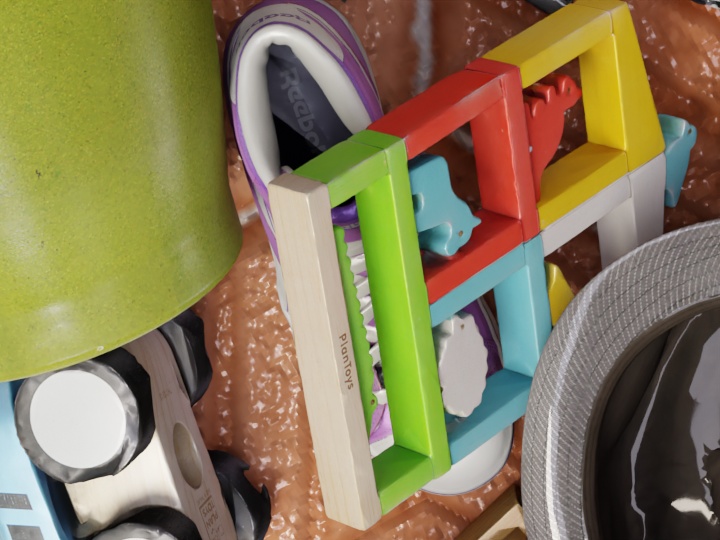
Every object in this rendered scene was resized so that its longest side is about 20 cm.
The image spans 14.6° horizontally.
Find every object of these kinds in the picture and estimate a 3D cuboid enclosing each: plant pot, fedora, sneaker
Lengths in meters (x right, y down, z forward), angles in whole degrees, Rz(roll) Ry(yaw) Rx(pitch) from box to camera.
[{"bbox_3d":[-0.130,-0.073,0.971,0.200,0.200,0.193,-19,111,3],"label":"plant pot"},{"bbox_3d":[0.146,0.072,1.030,0.176,0.090,0.201,-15,98,3],"label":"fedora"},{"bbox_3d":[-0.001,0.000,1.008,0.072,0.114,0.201,-26,99,3],"label":"sneaker"}]

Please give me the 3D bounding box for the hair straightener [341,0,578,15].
[{"bbox_3d":[-0.003,-0.137,1.022,0.199,0.041,0.077,26,98,-4],"label":"hair straightener"}]

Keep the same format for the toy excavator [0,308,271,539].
[{"bbox_3d":[-0.136,0.124,1.049,0.199,0.100,0.195,-16,99,16],"label":"toy excavator"}]

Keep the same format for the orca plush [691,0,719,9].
[{"bbox_3d":[0.204,-0.116,1.010,0.199,0.071,0.106,14,99,-2],"label":"orca plush"}]

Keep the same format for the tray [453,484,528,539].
[{"bbox_3d":[0.020,0.187,1.077,0.200,0.037,0.099,-43,97,7],"label":"tray"}]

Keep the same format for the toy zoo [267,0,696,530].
[{"bbox_3d":[0.052,-0.012,0.990,0.200,0.020,0.132,-33,126,-37],"label":"toy zoo"}]
